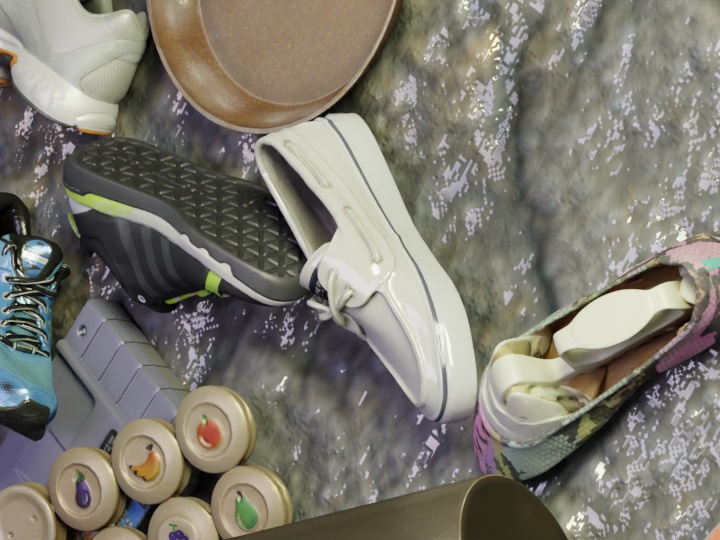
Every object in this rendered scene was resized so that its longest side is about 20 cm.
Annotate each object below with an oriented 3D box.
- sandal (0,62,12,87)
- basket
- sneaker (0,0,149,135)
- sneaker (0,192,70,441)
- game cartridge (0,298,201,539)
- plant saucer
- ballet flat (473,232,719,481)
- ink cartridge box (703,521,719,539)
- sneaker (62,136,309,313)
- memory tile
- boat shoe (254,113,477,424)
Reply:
[{"bbox_3d":[-0.305,-0.107,1.815,0.206,0.079,0.060,3,86,39],"label":"sandal"},{"bbox_3d":[0.009,0.192,1.485,0.199,0.136,0.181,-28,92,31],"label":"basket"},{"bbox_3d":[-0.197,-0.168,1.740,0.200,0.076,0.092,40,105,27],"label":"sneaker"},{"bbox_3d":[-0.215,0.019,1.705,0.090,0.078,0.200,-47,38,16],"label":"sneaker"},{"bbox_3d":[-0.170,0.134,1.710,0.130,0.038,0.201,51,118,36],"label":"game cartridge"},{"bbox_3d":[-0.041,-0.177,1.621,0.199,0.034,0.202,-3,85,40],"label":"plant saucer"},{"bbox_3d":[0.112,0.043,1.445,0.200,0.071,0.069,-37,65,33],"label":"ballet flat"},{"bbox_3d":[0.213,0.218,1.359,0.162,0.050,0.200,-52,53,25],"label":"ink cartridge box"},{"bbox_3d":[-0.096,-0.011,1.649,0.199,0.071,0.083,29,129,40],"label":"sneaker"},{"bbox_3d":[-0.120,0.164,1.641,0.199,0.017,0.154,-28,81,30],"label":"memory tile"},{"bbox_3d":[0.000,0.000,1.532,0.072,0.065,0.201,114,138,-54],"label":"boat shoe"}]
